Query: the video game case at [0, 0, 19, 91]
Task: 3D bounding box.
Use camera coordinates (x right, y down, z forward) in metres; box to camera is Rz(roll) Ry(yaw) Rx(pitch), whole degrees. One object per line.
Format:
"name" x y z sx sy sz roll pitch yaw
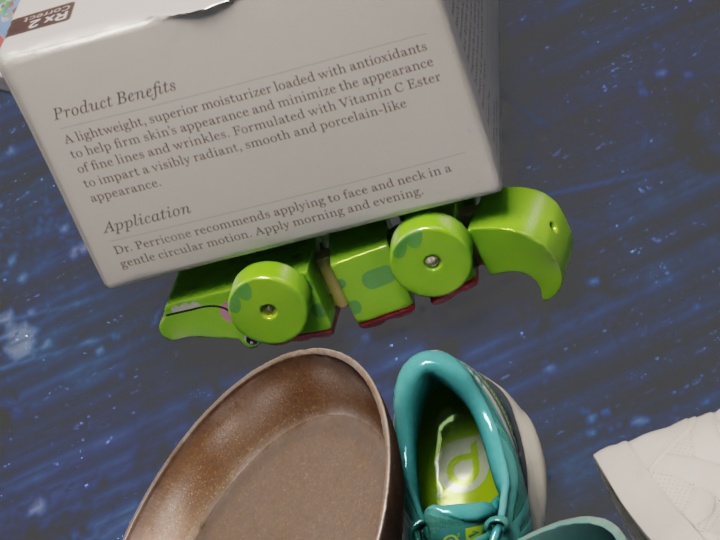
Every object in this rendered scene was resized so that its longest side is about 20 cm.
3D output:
"video game case" -0.146 -0.183 1.139 0.142 0.017 0.201 13 63 29

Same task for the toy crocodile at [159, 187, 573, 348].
"toy crocodile" 0.000 0.000 0.928 0.198 0.062 0.068 -15 30 14

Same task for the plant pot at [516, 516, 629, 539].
"plant pot" 0.070 0.211 0.658 0.201 0.161 0.201 -44 9 9

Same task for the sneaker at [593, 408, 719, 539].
"sneaker" 0.169 0.099 0.748 0.115 0.074 0.200 -26 27 0

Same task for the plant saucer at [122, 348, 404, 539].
"plant saucer" -0.044 0.129 0.822 0.200 0.032 0.201 -38 36 34

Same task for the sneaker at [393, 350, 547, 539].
"sneaker" 0.043 0.126 0.799 0.077 0.080 0.201 -17 62 10

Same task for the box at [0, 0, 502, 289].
"box" -0.042 -0.116 0.943 0.197 0.131 0.201 -13 33 12
